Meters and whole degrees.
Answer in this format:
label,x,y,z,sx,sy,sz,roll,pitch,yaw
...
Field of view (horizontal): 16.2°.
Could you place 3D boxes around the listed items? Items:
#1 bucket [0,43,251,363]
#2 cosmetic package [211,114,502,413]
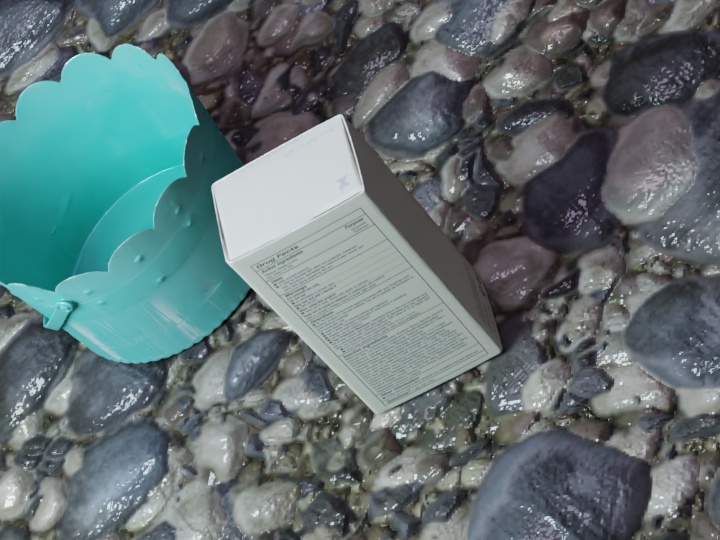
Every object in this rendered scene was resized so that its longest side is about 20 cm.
label,x,y,z,sx,sy,sz,roll,pitch,yaw
bucket,-0.173,-0.042,1.812,0.206,0.135,0.208,-17,51,21
cosmetic package,0.000,0.000,1.626,0.103,0.200,0.073,-27,47,13
